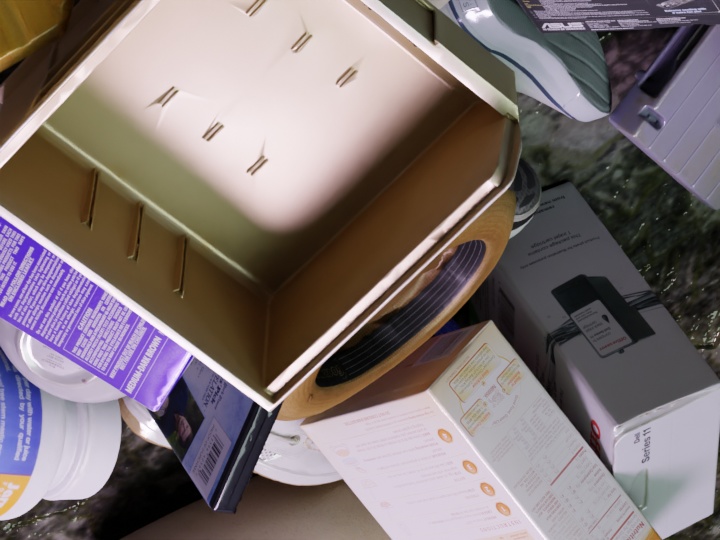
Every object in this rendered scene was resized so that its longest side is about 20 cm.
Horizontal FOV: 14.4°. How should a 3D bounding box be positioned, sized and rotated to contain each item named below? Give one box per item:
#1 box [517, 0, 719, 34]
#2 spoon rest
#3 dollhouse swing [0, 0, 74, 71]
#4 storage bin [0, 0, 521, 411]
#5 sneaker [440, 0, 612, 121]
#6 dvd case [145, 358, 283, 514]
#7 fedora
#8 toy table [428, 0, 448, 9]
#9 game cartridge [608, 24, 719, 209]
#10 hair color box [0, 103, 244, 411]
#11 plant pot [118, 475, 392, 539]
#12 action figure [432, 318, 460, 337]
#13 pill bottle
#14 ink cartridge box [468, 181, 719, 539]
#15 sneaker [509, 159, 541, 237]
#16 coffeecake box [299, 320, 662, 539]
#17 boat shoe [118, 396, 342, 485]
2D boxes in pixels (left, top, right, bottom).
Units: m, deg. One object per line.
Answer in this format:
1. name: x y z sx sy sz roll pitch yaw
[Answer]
1. box: 0.166 -0.189 1.569 0.200 0.050 0.158 0 156 26
2. spoon rest: -0.203 0.008 1.610 0.200 0.061 0.099 27 122 -9
3. dollhouse swing: -0.251 -0.182 1.341 0.200 0.182 0.176 -30 163 -2
4. storage bin: -0.054 -0.070 1.425 0.200 0.094 0.199 37 116 -20
5. sneaker: 0.086 -0.138 1.709 0.071 0.073 0.200 -14 156 27
6. dvd case: -0.090 0.024 1.627 0.018 0.200 0.143 10 116 -32
7. fedora: 0.000 0.000 1.651 0.201 0.082 0.201 -39 165 -13
8. toy table: -0.027 -0.211 1.497 0.200 0.117 0.184 13 124 -42
9. game cartridge: 0.250 -0.144 1.799 0.200 0.038 0.130 -53 145 2
10. hair color box: -0.165 -0.020 1.531 0.065 0.200 0.109 -57 180 31
11. plant pot: -0.043 0.209 1.924 0.200 0.187 0.187 -35 145 -20
12. action figure: 0.021 0.015 1.838 0.065 0.052 0.200 -35 138 -5
13. pill bottle: -0.245 0.091 1.683 0.200 0.112 0.112 7 128 -39
14. ink cartridge box: 0.150 0.065 1.857 0.083 0.200 0.147 -22 142 -15
15. sneaker: 0.046 -0.073 1.734 0.200 0.074 0.087 14 130 -38
16. coffeecake box: 0.080 0.140 1.801 0.073 0.200 0.153 -46 -166 -31
17. boat shoe: -0.061 0.087 1.841 0.200 0.071 0.069 13 126 -42
